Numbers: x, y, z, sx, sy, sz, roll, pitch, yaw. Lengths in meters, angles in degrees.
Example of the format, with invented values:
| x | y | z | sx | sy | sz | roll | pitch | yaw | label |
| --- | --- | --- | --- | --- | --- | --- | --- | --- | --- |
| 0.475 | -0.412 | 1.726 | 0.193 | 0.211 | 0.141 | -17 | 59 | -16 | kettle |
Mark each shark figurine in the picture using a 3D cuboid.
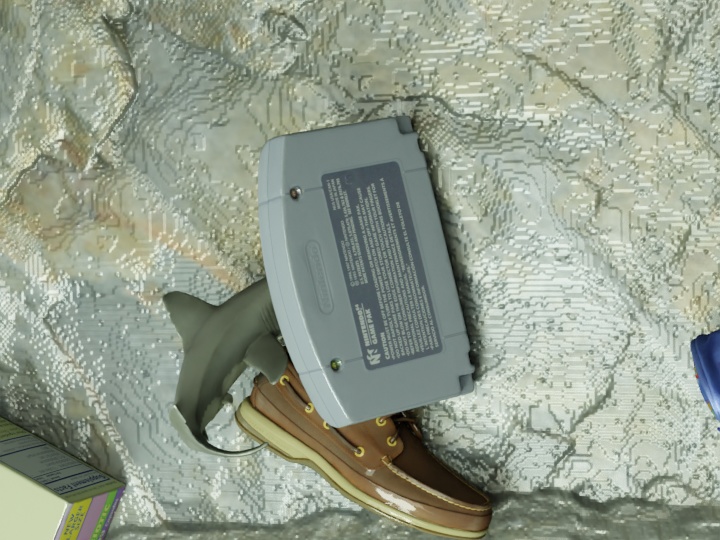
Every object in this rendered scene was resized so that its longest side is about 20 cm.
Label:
| x | y | z | sx | sy | sz | roll | pitch | yaw | label |
| --- | --- | --- | --- | --- | --- | --- | --- | --- | --- |
| -0.108 | 0.058 | 1.403 | 0.128 | 0.215 | 0.090 | -24 | 113 | 35 | shark figurine |

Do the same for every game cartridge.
| x | y | z | sx | sy | sz | roll | pitch | yaw | label |
| --- | --- | --- | --- | --- | --- | --- | --- | --- | --- |
| 0.000 | 0.000 | 1.391 | 0.041 | 0.133 | 0.201 | -16 | 86 | 52 | game cartridge |

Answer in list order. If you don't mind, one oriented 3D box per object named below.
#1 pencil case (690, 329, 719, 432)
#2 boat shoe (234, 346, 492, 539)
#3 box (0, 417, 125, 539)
| x | y | z | sx | sy | sz | roll | pitch | yaw | label |
| --- | --- | --- | --- | --- | --- | --- | --- | --- | --- |
| 0.314 | 0.056 | 1.310 | 0.200 | 0.078 | 0.087 | -19 | 64 | 20 | pencil case |
| 0.007 | 0.121 | 1.422 | 0.200 | 0.072 | 0.068 | 29 | 103 | 18 | boat shoe |
| -0.306 | 0.199 | 1.521 | 0.200 | 0.097 | 0.176 | 25 | 100 | 17 | box |
